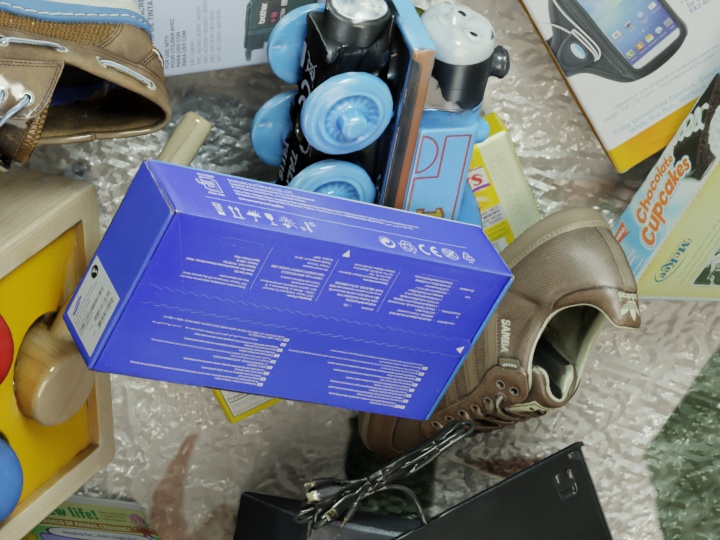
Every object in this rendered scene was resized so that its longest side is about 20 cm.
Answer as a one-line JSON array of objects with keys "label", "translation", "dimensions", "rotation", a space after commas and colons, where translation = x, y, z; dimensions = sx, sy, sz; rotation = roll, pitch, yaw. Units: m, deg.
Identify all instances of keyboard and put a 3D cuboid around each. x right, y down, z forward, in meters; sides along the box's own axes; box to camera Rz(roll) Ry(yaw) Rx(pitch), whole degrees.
[{"label": "keyboard", "translation": [0.036, 0.143, 1.493], "dimensions": [0.199, 0.021, 0.128], "rotation": [-26, 109, -19]}]

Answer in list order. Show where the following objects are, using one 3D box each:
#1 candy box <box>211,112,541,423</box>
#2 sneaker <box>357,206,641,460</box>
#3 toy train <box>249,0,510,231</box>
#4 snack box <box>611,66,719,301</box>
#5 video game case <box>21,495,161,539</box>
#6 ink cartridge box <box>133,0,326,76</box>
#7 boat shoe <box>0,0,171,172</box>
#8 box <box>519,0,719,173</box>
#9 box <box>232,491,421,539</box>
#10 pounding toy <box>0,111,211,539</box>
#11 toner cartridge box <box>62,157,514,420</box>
[{"label": "candy box", "translation": [0.000, 0.000, 1.504], "dimensions": [0.199, 0.026, 0.103], "rotation": [-25, 127, -1]}, {"label": "sneaker", "translation": [0.071, 0.053, 1.509], "dimensions": [0.070, 0.076, 0.200], "rotation": [5, 137, -42]}, {"label": "toy train", "translation": [0.008, -0.054, 1.398], "dimensions": [0.114, 0.087, 0.201], "rotation": [-5, 130, -20]}, {"label": "snack box", "translation": [0.219, -0.063, 1.492], "dimensions": [0.116, 0.037, 0.200], "rotation": [2, 134, -34]}, {"label": "video game case", "translation": [-0.151, 0.177, 1.447], "dimensions": [0.199, 0.182, 0.022], "rotation": [12, 120, -46]}, {"label": "ink cartridge box", "translation": [-0.082, -0.153, 1.365], "dimensions": [0.199, 0.042, 0.120], "rotation": [-7, 126, -11]}, {"label": "boat shoe", "translation": [-0.166, -0.086, 1.268], "dimensions": [0.199, 0.073, 0.072], "rotation": [-10, 145, -39]}, {"label": "box", "translation": [0.138, -0.156, 1.436], "dimensions": [0.119, 0.042, 0.200], "rotation": [-31, 125, 3]}, {"label": "box", "translation": [0.023, 0.239, 1.569], "dimensions": [0.199, 0.123, 0.200], "rotation": [12, 90, -22]}, {"label": "pounding toy", "translation": [-0.177, 0.031, 1.364], "dimensions": [0.142, 0.200, 0.185], "rotation": [13, 121, 26]}, {"label": "toner cartridge box", "translation": [-0.032, 0.012, 1.342], "dimensions": [0.199, 0.043, 0.095], "rotation": [11, 122, -36]}]
